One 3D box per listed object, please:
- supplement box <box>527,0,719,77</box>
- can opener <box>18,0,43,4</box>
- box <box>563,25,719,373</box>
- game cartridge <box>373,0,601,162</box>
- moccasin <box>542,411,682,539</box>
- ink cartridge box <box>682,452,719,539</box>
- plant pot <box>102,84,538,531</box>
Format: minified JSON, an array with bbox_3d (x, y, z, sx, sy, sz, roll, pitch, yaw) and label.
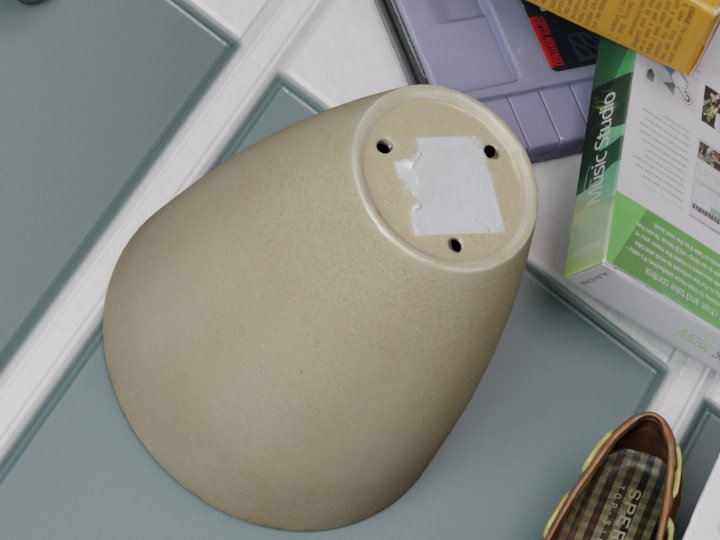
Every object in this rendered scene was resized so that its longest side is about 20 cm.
[{"bbox_3d":[0.103,-0.180,1.484,0.199,0.069,0.067,25,56,7],"label":"supplement box"},{"bbox_3d":[-0.229,-0.211,1.423,0.067,0.053,0.200,-36,84,-2],"label":"can opener"},{"bbox_3d":[0.182,-0.053,1.523,0.144,0.036,0.201,30,53,-29],"label":"box"},{"bbox_3d":[0.069,-0.153,1.541,0.129,0.038,0.201,-14,73,-27],"label":"game cartridge"},{"bbox_3d":[0.113,0.156,1.370,0.073,0.078,0.202,22,54,16],"label":"moccasin"},{"bbox_3d":[0.230,0.175,1.421,0.200,0.067,0.116,39,55,-12],"label":"ink cartridge box"},{"bbox_3d":[0.000,0.000,1.328,0.186,0.200,0.188,11,61,-21],"label":"plant pot"}]
